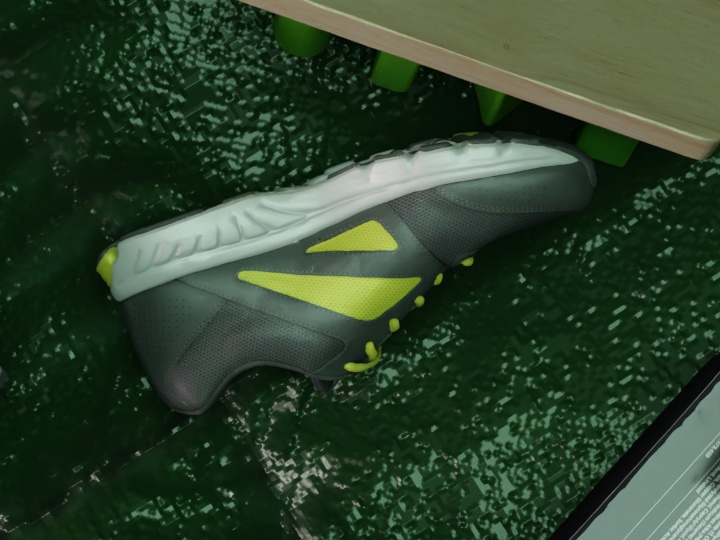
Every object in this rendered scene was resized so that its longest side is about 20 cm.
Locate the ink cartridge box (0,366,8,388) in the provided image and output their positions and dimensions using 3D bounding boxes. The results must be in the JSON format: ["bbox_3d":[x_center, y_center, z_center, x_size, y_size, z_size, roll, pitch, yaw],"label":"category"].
[{"bbox_3d":[-0.253,0.010,1.142,0.146,0.084,0.200,-41,90,-7],"label":"ink cartridge box"}]

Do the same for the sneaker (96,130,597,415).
[{"bbox_3d":[0.000,0.000,1.175,0.199,0.074,0.085,-15,94,6],"label":"sneaker"}]

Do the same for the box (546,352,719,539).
[{"bbox_3d":[0.130,0.149,1.165,0.141,0.079,0.200,43,82,2],"label":"box"}]

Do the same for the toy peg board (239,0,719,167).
[{"bbox_3d":[0.061,-0.150,1.191,0.199,0.098,0.200,19,68,-3],"label":"toy peg board"}]
